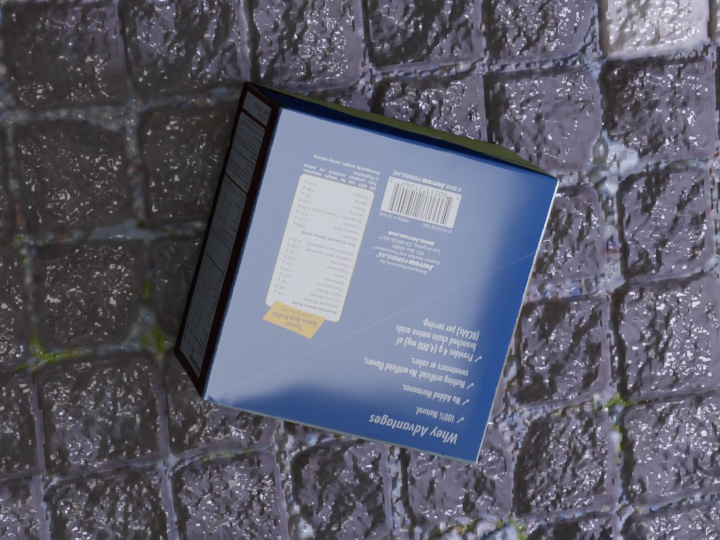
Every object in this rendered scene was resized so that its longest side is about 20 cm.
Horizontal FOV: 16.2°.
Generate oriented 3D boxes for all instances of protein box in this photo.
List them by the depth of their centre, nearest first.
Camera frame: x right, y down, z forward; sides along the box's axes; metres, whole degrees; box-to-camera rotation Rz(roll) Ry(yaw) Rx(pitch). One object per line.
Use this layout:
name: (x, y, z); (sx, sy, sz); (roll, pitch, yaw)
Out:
protein box: (0.000, 0.000, 1.707); (0.198, 0.135, 0.201); (14, 99, -15)
